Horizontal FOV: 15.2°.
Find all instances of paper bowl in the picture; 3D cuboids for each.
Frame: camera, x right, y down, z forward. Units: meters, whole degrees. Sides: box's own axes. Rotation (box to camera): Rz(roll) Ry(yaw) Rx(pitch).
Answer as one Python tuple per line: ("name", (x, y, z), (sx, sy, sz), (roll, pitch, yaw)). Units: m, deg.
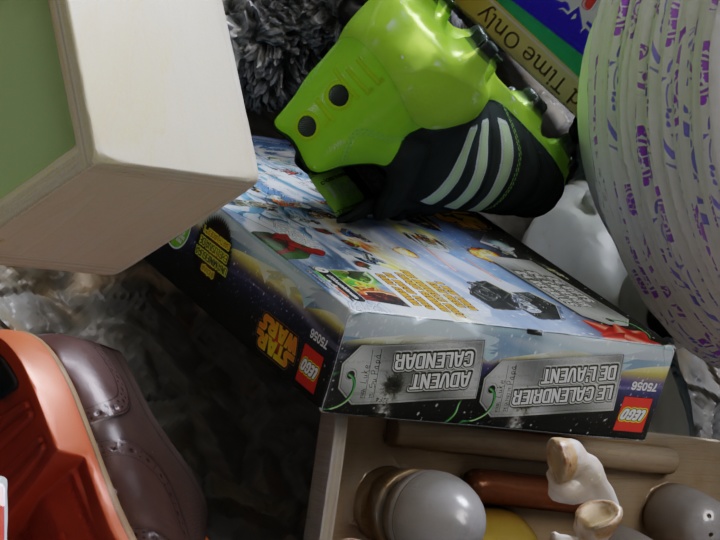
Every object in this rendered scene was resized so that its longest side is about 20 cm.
("paper bowl", (0.159, -0.059, 1.005), (0.200, 0.104, 0.202), (-1, 92, -42))

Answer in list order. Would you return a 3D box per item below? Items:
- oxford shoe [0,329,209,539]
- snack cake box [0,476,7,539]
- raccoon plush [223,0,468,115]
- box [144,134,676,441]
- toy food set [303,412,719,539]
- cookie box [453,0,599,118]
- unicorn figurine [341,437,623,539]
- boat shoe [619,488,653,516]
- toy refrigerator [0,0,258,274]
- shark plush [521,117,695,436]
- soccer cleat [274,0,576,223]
("oxford shoe", (-0.070, 0.105, 0.896), (0.072, 0.071, 0.201), (-2, 62, -46))
("snack cake box", (-0.166, 0.149, 0.791), (0.115, 0.067, 0.201), (15, 51, -26))
("raccoon plush", (-0.029, -0.071, 1.071), (0.097, 0.134, 0.200), (-97, 160, -44))
("box", (0.000, 0.000, 0.965), (0.136, 0.040, 0.200), (7, 18, -33))
("toy food set", (0.064, 0.125, 0.931), (0.199, 0.060, 0.144), (8, 89, -28))
("cookie box", (0.149, -0.149, 1.129), (0.171, 0.200, 0.075), (43, 16, 12))
("unicorn figurine", (0.056, 0.127, 0.865), (0.199, 0.138, 0.074), (-12, 40, -8))
("boat shoe", (0.141, 0.123, 1.030), (0.199, 0.076, 0.060), (19, 19, -12))
("toy refrigerator", (-0.098, -0.107, 0.831), (0.070, 0.076, 0.201), (6, 64, -43))
("shark plush", (0.095, 0.014, 1.117), (0.083, 0.091, 0.200), (40, 19, -34))
("soccer cleat", (0.022, -0.048, 0.960), (0.068, 0.081, 0.200), (52, 6, 18))
